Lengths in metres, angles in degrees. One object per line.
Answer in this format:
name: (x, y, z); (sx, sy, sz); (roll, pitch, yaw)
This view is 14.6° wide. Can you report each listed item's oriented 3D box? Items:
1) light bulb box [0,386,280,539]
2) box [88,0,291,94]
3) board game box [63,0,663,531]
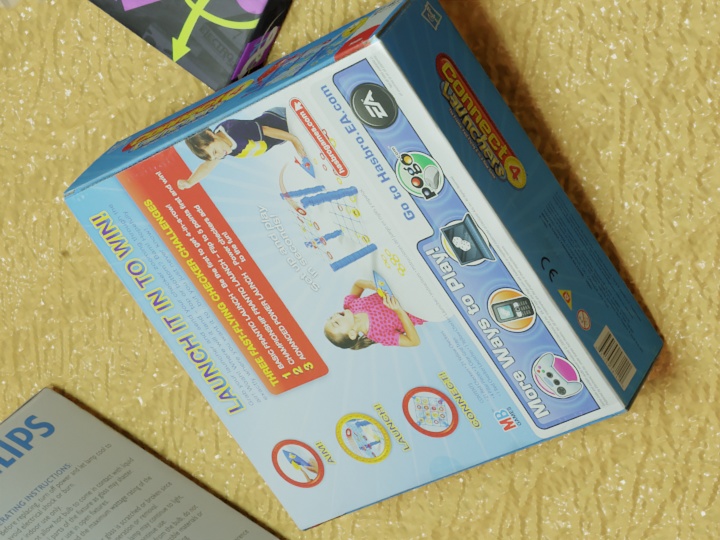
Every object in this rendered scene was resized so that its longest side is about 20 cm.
light bulb box: (-0.136, 0.204, 1.411); (0.200, 0.125, 0.199); (32, 125, 14)
box: (-0.074, -0.196, 1.243); (0.143, 0.036, 0.200); (35, 125, 12)
board game box: (0.000, 0.000, 1.258); (0.196, 0.056, 0.200); (-23, 108, 37)
